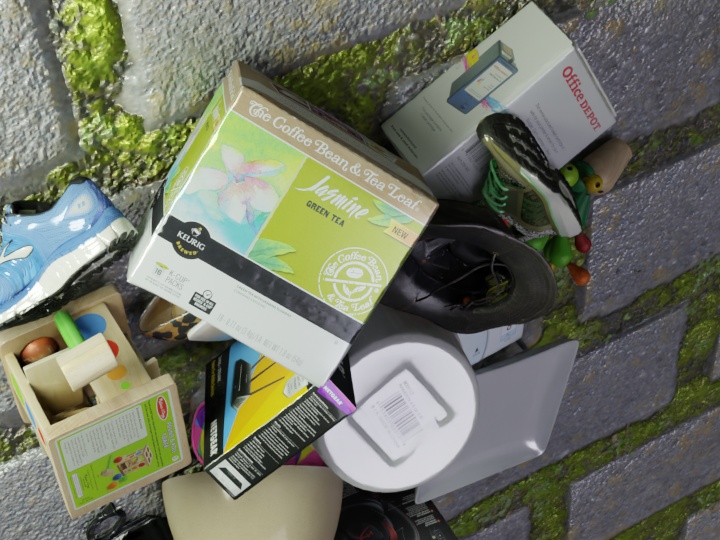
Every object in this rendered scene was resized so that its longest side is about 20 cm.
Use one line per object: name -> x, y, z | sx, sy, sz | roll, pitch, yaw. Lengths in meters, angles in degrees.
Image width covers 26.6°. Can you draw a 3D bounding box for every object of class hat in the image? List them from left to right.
hat -> 0.097, -0.020, 1.482 | 0.199, 0.081, 0.201 | 7, 148, 5

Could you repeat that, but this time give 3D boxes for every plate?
plate -> 0.153, 0.170, 1.787 | 0.198, 0.032, 0.201 | -16, 137, -28

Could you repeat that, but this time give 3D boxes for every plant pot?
plant pot -> -0.114, 0.293, 1.652 | 0.198, 0.136, 0.200 | -3, 165, -1

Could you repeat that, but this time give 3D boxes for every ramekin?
ramekin -> 0.028, 0.131, 1.575 | 0.199, 0.098, 0.202 | -6, 112, -14

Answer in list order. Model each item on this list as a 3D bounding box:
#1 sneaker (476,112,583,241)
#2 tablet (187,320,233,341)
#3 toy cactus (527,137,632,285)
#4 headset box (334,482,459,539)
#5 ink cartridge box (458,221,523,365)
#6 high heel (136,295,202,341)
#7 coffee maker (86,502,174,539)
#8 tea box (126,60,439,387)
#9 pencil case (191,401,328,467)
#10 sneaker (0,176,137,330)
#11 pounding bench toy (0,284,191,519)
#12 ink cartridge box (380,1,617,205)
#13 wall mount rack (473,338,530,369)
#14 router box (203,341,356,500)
sneaker -> 0.148, -0.076, 1.483 | 0.088, 0.077, 0.200 | -27, 141, 16
tablet -> -0.071, 0.007, 1.487 | 0.200, 0.014, 0.130 | -39, 167, 14
toy cactus -> 0.243, -0.078, 1.668 | 0.165, 0.102, 0.200 | -46, 149, -16
headset box -> 0.024, 0.328, 1.820 | 0.148, 0.200, 0.075 | -20, 139, -23
ink cartridge box -> 0.119, 0.016, 1.662 | 0.159, 0.047, 0.201 | -25, 134, -34
high heel -> -0.143, -0.010, 1.444 | 0.142, 0.072, 0.201 | -24, 149, -27
coffee maker -> -0.218, 0.387, 1.688 | 0.135, 0.200, 0.192 | -46, 142, 9
tea box -> -0.071, -0.043, 1.329 | 0.199, 0.134, 0.198 | 29, 101, -14
pencil case -> -0.089, 0.181, 1.676 | 0.199, 0.089, 0.089 | 6, 125, -43
sneaker -> -0.286, -0.013, 1.337 | 0.199, 0.090, 0.078 | -35, 171, 23
pounding bench toy -> -0.253, 0.090, 1.391 | 0.123, 0.156, 0.201 | -24, 141, -18
ink cartridge box -> 0.142, -0.146, 1.523 | 0.200, 0.088, 0.145 | -38, 143, 5
wall mount rack -> 0.107, 0.139, 1.797 | 0.173, 0.075, 0.201 | -10, 133, -30
router box -> -0.081, 0.111, 1.465 | 0.149, 0.200, 0.051 | -37, 113, 11
